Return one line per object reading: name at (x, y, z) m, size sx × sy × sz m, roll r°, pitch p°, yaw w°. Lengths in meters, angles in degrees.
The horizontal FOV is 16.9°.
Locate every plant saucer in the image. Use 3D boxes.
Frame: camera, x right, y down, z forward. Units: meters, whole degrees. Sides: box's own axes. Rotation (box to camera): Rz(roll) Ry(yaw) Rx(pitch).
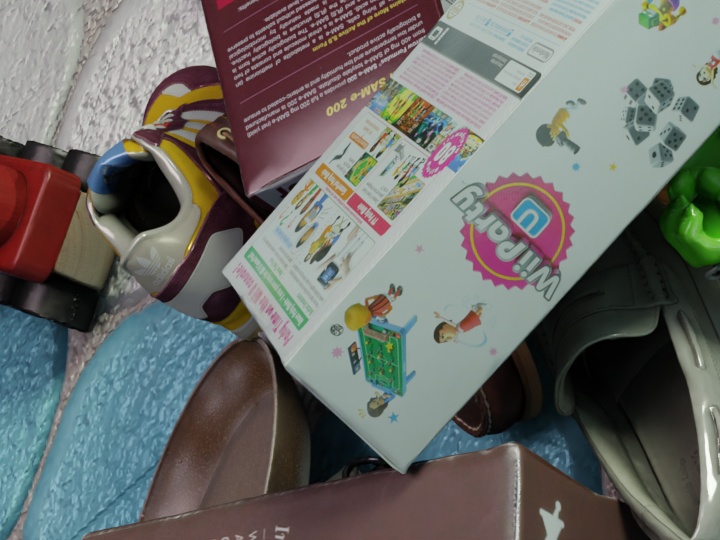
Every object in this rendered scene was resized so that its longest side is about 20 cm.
plant saucer at (-0.068, 0.130, 1.132) m, size 0.200 × 0.032 × 0.201 m, roll -162°, pitch 90°, yaw -73°

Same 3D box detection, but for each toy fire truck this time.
toy fire truck at (-0.253, -0.033, 1.353) m, size 0.176 × 0.199 × 0.129 m, roll 14°, pitch 82°, yaw 54°

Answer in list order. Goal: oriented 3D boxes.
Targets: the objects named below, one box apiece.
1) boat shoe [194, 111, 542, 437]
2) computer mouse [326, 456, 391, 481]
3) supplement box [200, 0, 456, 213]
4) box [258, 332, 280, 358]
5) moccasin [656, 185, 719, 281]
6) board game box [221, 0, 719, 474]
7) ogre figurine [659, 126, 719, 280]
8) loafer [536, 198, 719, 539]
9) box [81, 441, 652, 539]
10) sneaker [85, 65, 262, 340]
boat shoe at (0.000, 0.000, 1.067) m, size 0.200 × 0.070 × 0.071 m, roll 51°, pitch 151°, yaw 28°
computer mouse at (-0.014, 0.184, 1.053) m, size 0.138 × 0.053 × 0.201 m, roll 32°, pitch 98°, yaw 53°
supplement box at (-0.011, -0.128, 1.040) m, size 0.108 × 0.061 × 0.201 m, roll -26°, pitch 59°, yaw 22°
box at (-0.006, -0.057, 1.183) m, size 0.156 × 0.041 × 0.201 m, roll 32°, pitch 99°, yaw 53°
moccasin at (0.097, -0.021, 0.996) m, size 0.201 × 0.077 × 0.074 m, roll 31°, pitch 94°, yaw 54°
board game box at (0.046, -0.039, 0.884) m, size 0.200 × 0.064 × 0.148 m, roll -47°, pitch 17°, yaw 2°
ogre figurine at (0.174, -0.080, 0.902) m, size 0.120 × 0.200 × 0.099 m, roll -27°, pitch 93°, yaw 29°
loafer at (0.100, 0.029, 0.890) m, size 0.070 × 0.070 × 0.200 m, roll -54°, pitch 46°, yaw 26°
box at (0.014, 0.180, 0.890) m, size 0.199 × 0.166 × 0.165 m, roll -15°, pitch 59°, yaw 32°
sneaker at (-0.090, -0.051, 1.168) m, size 0.075 × 0.090 × 0.200 m, roll -55°, pitch 31°, yaw 19°
